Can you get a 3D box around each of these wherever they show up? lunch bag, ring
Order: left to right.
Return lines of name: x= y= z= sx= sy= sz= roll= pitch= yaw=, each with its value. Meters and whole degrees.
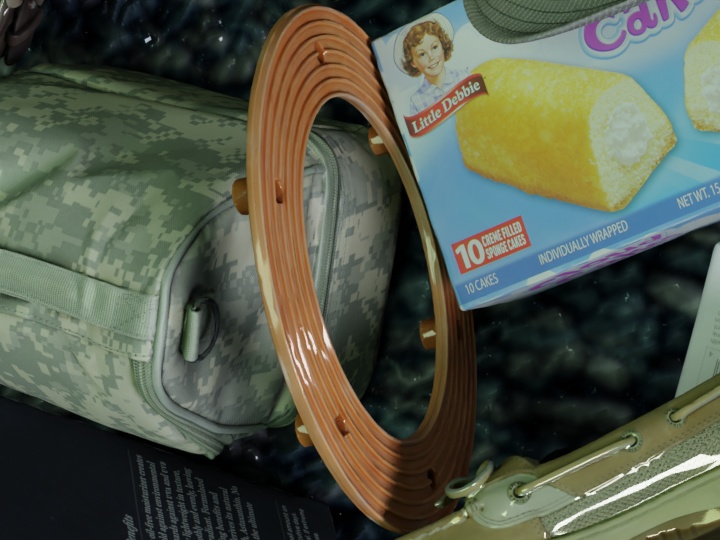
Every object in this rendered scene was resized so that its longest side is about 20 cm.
lunch bag: x=-0.106 y=-0.008 z=0.816 sx=0.199 sy=0.167 sz=0.141 roll=17 pitch=101 yaw=29
ring: x=0.000 y=0.000 z=0.735 sx=0.019 sy=0.200 sz=0.202 roll=-11 pitch=87 yaw=22

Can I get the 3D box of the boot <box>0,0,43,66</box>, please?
boot: x=-0.140 y=-0.177 z=0.834 sx=0.070 sy=0.147 sz=0.201 roll=19 pitch=118 yaw=-6

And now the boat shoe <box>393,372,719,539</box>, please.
boat shoe: x=0.084 y=0.078 z=0.694 sx=0.199 sy=0.073 sz=0.064 roll=-21 pitch=67 yaw=4

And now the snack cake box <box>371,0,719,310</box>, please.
snack cake box: x=0.114 y=-0.073 z=0.740 sx=0.199 sy=0.067 sz=0.116 roll=-24 pitch=82 yaw=29

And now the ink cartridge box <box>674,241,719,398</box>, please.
ink cartridge box: x=0.167 y=0.100 z=0.736 sx=0.119 sy=0.042 sz=0.202 roll=19 pitch=100 yaw=30

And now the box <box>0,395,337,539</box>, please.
box: x=-0.134 y=0.176 z=0.809 sx=0.201 sy=0.197 sz=0.123 roll=-60 pitch=23 yaw=22

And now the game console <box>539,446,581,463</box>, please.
game console: x=0.092 y=0.184 z=0.692 sx=0.199 sy=0.118 sz=0.173 roll=31 pitch=107 yaw=30

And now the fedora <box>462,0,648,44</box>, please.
fedora: x=0.093 y=-0.178 z=0.682 sx=0.199 sy=0.090 sz=0.178 roll=-20 pitch=39 yaw=33
